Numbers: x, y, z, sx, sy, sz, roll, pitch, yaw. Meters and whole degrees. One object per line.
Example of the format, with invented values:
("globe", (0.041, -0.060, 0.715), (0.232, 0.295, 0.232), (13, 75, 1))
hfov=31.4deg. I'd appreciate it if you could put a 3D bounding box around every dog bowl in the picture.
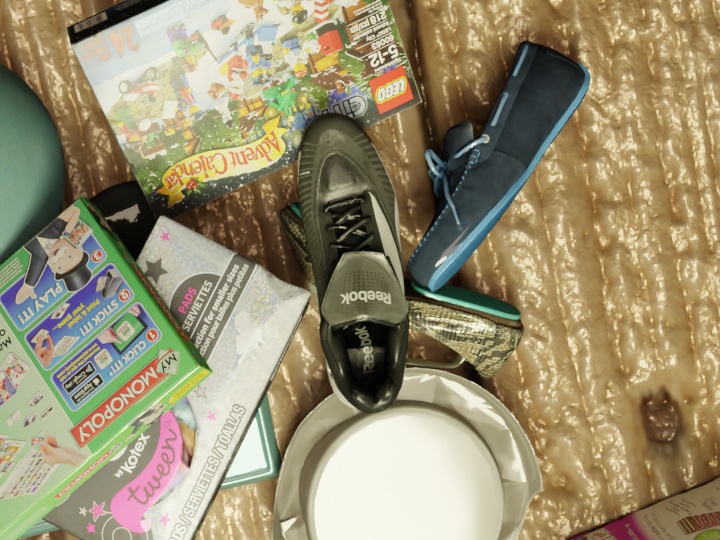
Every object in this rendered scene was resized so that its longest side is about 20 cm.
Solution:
("dog bowl", (0.030, 0.166, 0.922), (0.197, 0.059, 0.204), (-1, 95, -6))

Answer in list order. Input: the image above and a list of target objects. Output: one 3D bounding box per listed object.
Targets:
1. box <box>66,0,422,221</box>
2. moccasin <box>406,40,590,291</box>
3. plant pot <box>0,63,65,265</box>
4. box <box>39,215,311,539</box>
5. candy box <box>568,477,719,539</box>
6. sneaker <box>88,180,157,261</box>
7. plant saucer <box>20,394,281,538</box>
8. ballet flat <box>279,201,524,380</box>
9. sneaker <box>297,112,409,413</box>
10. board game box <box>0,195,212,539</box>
("box", (-0.072, -0.134, 0.836), (0.198, 0.038, 0.138), (-25, 121, -4))
("moccasin", (0.085, -0.075, 0.901), (0.068, 0.081, 0.201), (35, 67, 4))
("plant pot", (-0.300, -0.067, 0.789), (0.197, 0.135, 0.203), (-2, 76, 8))
("box", (-0.125, 0.081, 0.844), (0.114, 0.132, 0.202), (26, 85, -1))
("candy box", (0.239, 0.213, 0.913), (0.197, 0.136, 0.062), (-22, 99, -4))
("sneaker", (-0.206, 0.021, 0.867), (0.074, 0.088, 0.200), (43, 87, -7))
("plant saucer", (-0.157, 0.138, 0.917), (0.197, 0.019, 0.071), (-13, 96, -5))
("ballet flat", (0.020, 0.026, 0.909), (0.198, 0.068, 0.076), (25, 103, -12))
("sneaker", (0.000, 0.000, 0.819), (0.065, 0.091, 0.203), (-8, 99, -4))
("board game box", (-0.204, 0.071, 0.772), (0.199, 0.029, 0.135), (-39, 74, 2))
